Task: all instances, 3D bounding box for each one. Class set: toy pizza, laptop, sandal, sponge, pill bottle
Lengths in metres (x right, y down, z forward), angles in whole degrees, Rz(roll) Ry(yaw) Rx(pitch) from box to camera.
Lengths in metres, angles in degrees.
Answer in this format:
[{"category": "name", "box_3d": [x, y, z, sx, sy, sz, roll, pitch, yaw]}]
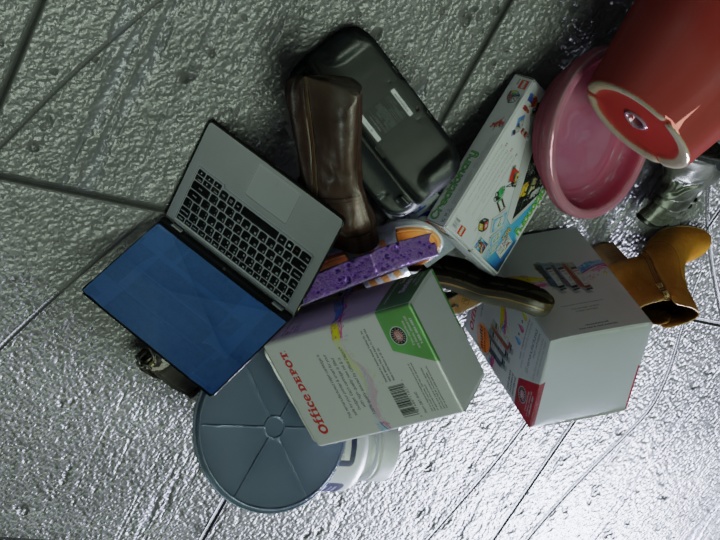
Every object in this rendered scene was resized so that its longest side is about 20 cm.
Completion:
[{"category": "toy pizza", "box_3d": [-0.106, 0.182, 1.724, 0.199, 0.032, 0.202, 1, 87, -29]}, {"category": "laptop", "box_3d": [-0.152, -0.016, 1.526, 0.116, 0.187, 0.201, -25, 148, -60]}, {"category": "sandal", "box_3d": [0.004, 0.005, 1.689, 0.206, 0.059, 0.079, -19, 139, 26]}, {"category": "sponge", "box_3d": [-0.023, 0.010, 1.596, 0.199, 0.030, 0.111, -21, 179, 39]}, {"category": "sandal", "box_3d": [0.132, 0.027, 1.747, 0.082, 0.199, 0.055, -34, 137, -62]}, {"category": "pill bottle", "box_3d": [-0.057, 0.213, 1.836, 0.199, 0.120, 0.120, 8, 123, -29]}]

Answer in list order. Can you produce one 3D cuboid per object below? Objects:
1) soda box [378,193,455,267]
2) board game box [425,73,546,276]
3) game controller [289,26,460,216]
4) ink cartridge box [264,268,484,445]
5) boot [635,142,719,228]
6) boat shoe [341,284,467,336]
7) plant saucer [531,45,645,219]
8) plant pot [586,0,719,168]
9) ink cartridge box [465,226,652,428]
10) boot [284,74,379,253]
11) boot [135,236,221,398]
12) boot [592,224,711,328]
[{"category": "soda box", "box_3d": [0.045, -0.093, 1.679, 0.063, 0.068, 0.200, -37, 136, 2]}, {"category": "board game box", "box_3d": [0.168, -0.109, 1.706, 0.201, 0.035, 0.126, -58, 137, -8]}, {"category": "game controller", "box_3d": [0.016, -0.157, 1.564, 0.104, 0.042, 0.200, -39, 99, -4]}, {"category": "ink cartridge box", "box_3d": [0.014, 0.100, 1.652, 0.199, 0.084, 0.145, -17, 111, 30]}, {"category": "boot", "box_3d": [0.389, -0.106, 1.836, 0.131, 0.068, 0.200, -54, 152, 18]}, {"category": "boat shoe", "box_3d": [0.060, 0.052, 1.793, 0.199, 0.072, 0.073, 17, 96, -46]}, {"category": "plant saucer", "box_3d": [0.265, -0.162, 1.716, 0.200, 0.051, 0.202, -20, 119, -40]}, {"category": "plant pot", "box_3d": [0.356, -0.224, 1.626, 0.177, 0.200, 0.201, -49, 136, -8]}, {"category": "ink cartridge box", "box_3d": [0.239, 0.067, 1.833, 0.144, 0.200, 0.146, -9, 130, -20]}, {"category": "boot", "box_3d": [-0.065, -0.126, 1.546, 0.064, 0.186, 0.201, -46, 137, -42]}, {"category": "boot", "box_3d": [-0.184, 0.058, 1.677, 0.174, 0.069, 0.200, -36, 138, 2]}, {"category": "boot", "box_3d": [0.404, 0.013, 1.919, 0.200, 0.144, 0.071, -8, 131, -24]}]
